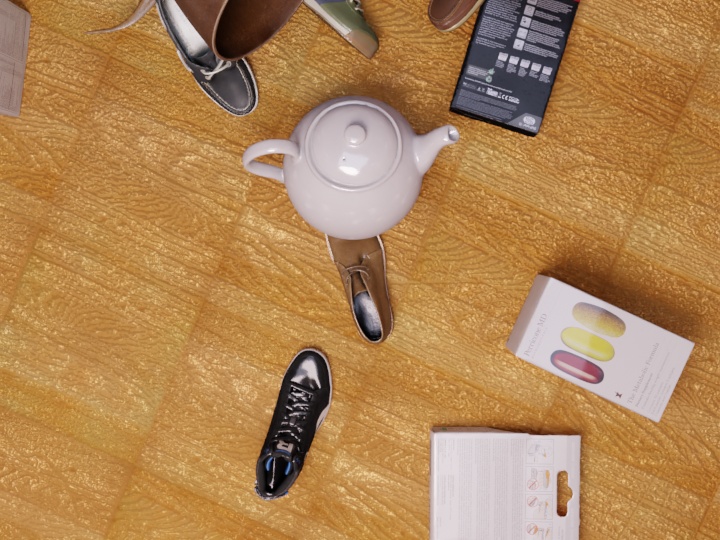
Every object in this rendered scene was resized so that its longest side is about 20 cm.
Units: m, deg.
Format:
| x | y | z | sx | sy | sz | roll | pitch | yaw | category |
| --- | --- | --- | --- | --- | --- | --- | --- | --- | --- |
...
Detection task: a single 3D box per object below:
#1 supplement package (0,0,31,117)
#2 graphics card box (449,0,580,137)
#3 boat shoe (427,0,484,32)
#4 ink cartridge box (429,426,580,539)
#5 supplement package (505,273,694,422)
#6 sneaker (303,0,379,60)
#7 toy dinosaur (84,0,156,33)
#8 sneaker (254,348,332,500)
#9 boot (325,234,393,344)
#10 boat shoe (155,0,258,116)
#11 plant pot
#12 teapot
| x | y | z | sx | sy | sz | roll | pitch | yaw | category |
| --- | --- | --- | --- | --- | --- | --- | --- | --- | --- |
| -0.552 | -0.288 | 1.138 | 0.189 | 0.200 | 0.149 | 7 | 93 | 1 | supplement package |
| 0.203 | -0.289 | 1.187 | 0.124 | 0.051 | 0.202 | 16 | 92 | 2 | graphics card box |
| 0.140 | -0.403 | 1.145 | 0.072 | 0.067 | 0.201 | 41 | 106 | 34 | boat shoe |
| 0.192 | 0.295 | 1.217 | 0.198 | 0.050 | 0.163 | 0 | 92 | -2 | ink cartridge box |
| 0.304 | 0.096 | 1.170 | 0.198 | 0.110 | 0.115 | 24 | 93 | 1 | supplement package |
| -0.036 | -0.375 | 1.181 | 0.200 | 0.067 | 0.090 | 42 | 98 | 3 | sneaker |
| -0.270 | -0.376 | 1.204 | 0.105 | 0.060 | 0.202 | 22 | 83 | 13 | toy dinosaur |
| -0.086 | 0.207 | 1.186 | 0.072 | 0.112 | 0.202 | 16 | 93 | 0 | sneaker |
| 0.000 | 0.000 | 1.194 | 0.073 | 0.075 | 0.202 | -17 | 90 | 6 | boot |
| -0.202 | -0.284 | 1.172 | 0.075 | 0.060 | 0.201 | -35 | 109 | 8 | boat shoe |
| -0.177 | -0.388 | 1.072 | 0.200 | 0.187 | 0.187 | 42 | 93 | 7 | plant pot |
| -0.013 | -0.142 | 1.133 | 0.197 | 0.146 | 0.200 | 40 | 79 | 10 | teapot |
